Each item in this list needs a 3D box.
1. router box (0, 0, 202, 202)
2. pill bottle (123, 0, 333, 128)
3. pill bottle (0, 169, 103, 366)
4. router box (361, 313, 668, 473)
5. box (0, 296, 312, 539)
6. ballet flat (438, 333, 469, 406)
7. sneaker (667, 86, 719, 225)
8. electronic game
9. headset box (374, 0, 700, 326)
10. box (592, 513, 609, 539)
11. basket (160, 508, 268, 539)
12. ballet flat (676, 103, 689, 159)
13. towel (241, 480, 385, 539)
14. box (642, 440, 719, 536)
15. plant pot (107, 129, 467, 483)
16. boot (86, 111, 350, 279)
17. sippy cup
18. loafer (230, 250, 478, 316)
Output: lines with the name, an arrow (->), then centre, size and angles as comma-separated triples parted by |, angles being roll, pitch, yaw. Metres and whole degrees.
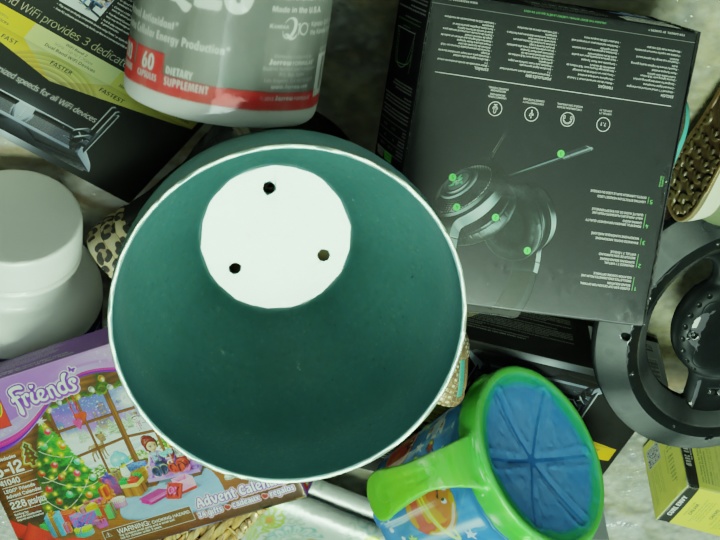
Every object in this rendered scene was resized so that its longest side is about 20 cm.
router box -> -0.177, -0.147, 1.306 | 0.199, 0.052, 0.157 | 29, 125, -30
pill bottle -> -0.066, -0.190, 1.198 | 0.113, 0.114, 0.202 | 6, 106, -11
pill bottle -> -0.233, 0.036, 1.445 | 0.119, 0.120, 0.201 | 2, 135, -8
router box -> 0.104, 0.098, 1.588 | 0.199, 0.052, 0.158 | 14, 132, -19
box -> -0.145, 0.104, 1.366 | 0.199, 0.039, 0.138 | -18, 107, 16
ballet flat -> -0.006, 0.080, 1.500 | 0.199, 0.066, 0.070 | -11, 178, 43
sneaker -> 0.287, -0.103, 1.407 | 0.089, 0.067, 0.201 | 10, 133, -27
electronic game -> 0.258, 0.038, 1.525 | 0.198, 0.042, 0.201 | -7, 119, -13
headset box -> 0.101, -0.067, 1.331 | 0.173, 0.093, 0.202 | 6, 101, -12
box -> 0.112, 0.271, 1.771 | 0.155, 0.041, 0.201 | 2, 133, -6
basket -> -0.130, 0.123, 1.481 | 0.149, 0.143, 0.200 | 41, 135, -2
ballet flat -> 0.154, -0.045, 1.443 | 0.072, 0.073, 0.201 | 10, 135, -15
towel -> -0.015, 0.246, 1.695 | 0.199, 0.048, 0.172 | 21, 134, -7
box -> 0.321, 0.175, 1.676 | 0.199, 0.076, 0.050 | 15, 134, -21
plant pot -> -0.045, 0.003, 1.237 | 0.198, 0.135, 0.202 | -2, 111, -5
boot -> -0.074, -0.035, 1.377 | 0.150, 0.073, 0.200 | -38, 157, 13
sippy cup -> 0.083, 0.154, 1.521 | 0.178, 0.140, 0.130 | 39, 133, -25
loafer -> 0.000, 0.000, 1.475 | 0.198, 0.068, 0.076 | -2, 145, 18
